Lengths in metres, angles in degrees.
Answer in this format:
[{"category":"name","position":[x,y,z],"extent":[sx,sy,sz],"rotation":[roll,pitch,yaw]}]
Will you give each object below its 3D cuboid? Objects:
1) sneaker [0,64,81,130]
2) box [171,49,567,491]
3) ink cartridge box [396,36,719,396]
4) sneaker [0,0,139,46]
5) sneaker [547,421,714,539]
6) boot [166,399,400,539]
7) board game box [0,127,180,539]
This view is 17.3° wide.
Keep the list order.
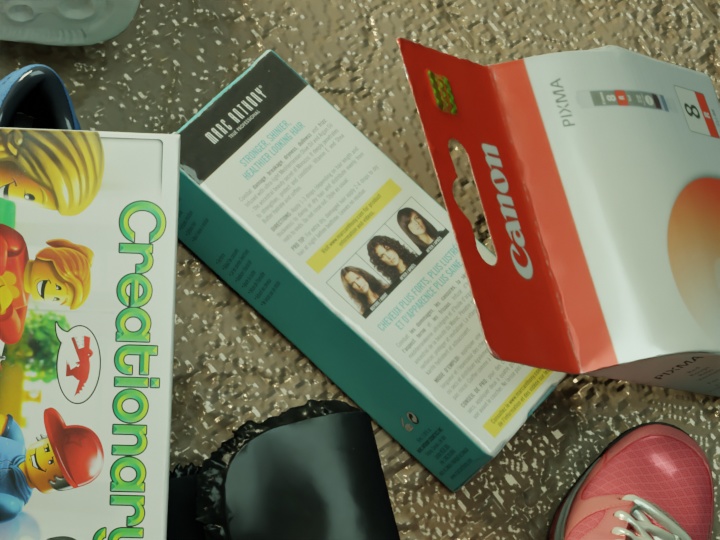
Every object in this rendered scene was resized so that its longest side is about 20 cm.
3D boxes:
[{"category":"sneaker","position":[-0.142,0.008,0.989],"extent":[0.066,0.078,0.200],"rotation":[5,65,-21]},{"category":"box","position":[0.000,0.000,1.063],"extent":[0.200,0.049,0.082],"rotation":[43,57,3]},{"category":"ink cartridge box","position":[0.113,-0.031,1.077],"extent":[0.200,0.050,0.162],"rotation":[12,56,-50]},{"category":"sneaker","position":[-0.191,-0.182,1.070],"extent":[0.200,0.081,0.147],"rotation":[8,54,-14]},{"category":"sneaker","position":[0.114,0.143,1.015],"extent":[0.074,0.087,0.200],"rotation":[34,58,-4]},{"category":"boot","position":[0.012,0.128,0.941],"extent":[0.076,0.200,0.168],"rotation":[28,45,-62]},{"category":"board game box","position":[-0.138,0.043,0.944],"extent":[0.126,0.035,0.200],"rotation":[2,84,-4]}]
